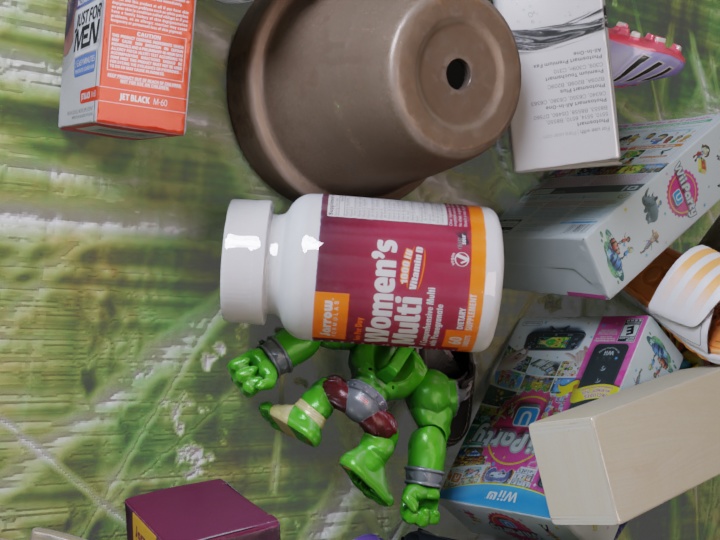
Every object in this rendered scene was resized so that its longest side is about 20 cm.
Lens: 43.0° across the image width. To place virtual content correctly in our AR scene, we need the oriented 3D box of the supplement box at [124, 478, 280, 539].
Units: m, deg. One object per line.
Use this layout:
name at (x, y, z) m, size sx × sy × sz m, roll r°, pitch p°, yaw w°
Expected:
supplement box at (-0.116, 0.273, 0.681) m, size 0.085 × 0.110 × 0.202 m, roll -5°, pitch 98°, yaw -30°

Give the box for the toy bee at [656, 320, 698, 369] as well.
toy bee at (0.383, 0.111, 0.969) m, size 0.131 × 0.108 × 0.200 m, roll -48°, pitch 117°, yaw -20°

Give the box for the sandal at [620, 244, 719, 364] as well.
sandal at (0.268, 0.012, 0.773) m, size 0.059 × 0.206 × 0.079 m, roll 41°, pitch 88°, yaw -31°

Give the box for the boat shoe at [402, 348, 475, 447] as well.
boat shoe at (0.069, 0.068, 0.801) m, size 0.066 × 0.057 × 0.202 m, roll -19°, pitch 106°, yaw -30°

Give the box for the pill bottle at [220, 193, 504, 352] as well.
pill bottle at (0.000, 0.000, 0.681) m, size 0.198 × 0.110 × 0.111 m, roll 4°, pitch 94°, yaw -2°

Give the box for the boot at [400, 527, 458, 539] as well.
boot at (0.115, 0.245, 0.692) m, size 0.166 × 0.200 × 0.077 m, roll 13°, pitch 71°, yaw -11°

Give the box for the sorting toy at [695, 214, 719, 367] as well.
sorting toy at (0.336, 0.055, 0.839) m, size 0.036 × 0.185 × 0.202 m, roll -3°, pitch 74°, yaw 7°

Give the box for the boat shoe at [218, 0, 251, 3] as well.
boat shoe at (-0.042, -0.241, 0.646) m, size 0.200 × 0.056 × 0.069 m, roll -52°, pitch 143°, yaw -49°

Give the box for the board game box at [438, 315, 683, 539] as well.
board game box at (0.174, 0.137, 0.799) m, size 0.064 × 0.147 × 0.201 m, roll 44°, pitch 61°, yaw -27°

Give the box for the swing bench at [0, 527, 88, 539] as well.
swing bench at (-0.256, 0.279, 0.591) m, size 0.199 × 0.129 × 0.201 m, roll 18°, pitch 85°, yaw -37°

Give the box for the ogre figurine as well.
ogre figurine at (0.005, 0.103, 0.738) m, size 0.199 × 0.098 × 0.120 m, roll 32°, pitch 69°, yaw 15°

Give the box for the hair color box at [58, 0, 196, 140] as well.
hair color box at (-0.152, -0.192, 0.604) m, size 0.063 × 0.111 × 0.202 m, roll 5°, pitch 93°, yaw -30°

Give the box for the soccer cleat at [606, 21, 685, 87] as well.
soccer cleat at (0.227, -0.197, 0.870) m, size 0.198 × 0.067 × 0.077 m, roll 0°, pitch 118°, yaw -33°

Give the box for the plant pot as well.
plant pot at (0.021, -0.140, 0.680) m, size 0.198 × 0.174 × 0.203 m, roll -4°, pitch 97°, yaw -30°

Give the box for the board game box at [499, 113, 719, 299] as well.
board game box at (0.225, -0.060, 0.820) m, size 0.200 × 0.147 × 0.065 m, roll -39°, pitch 110°, yaw -21°

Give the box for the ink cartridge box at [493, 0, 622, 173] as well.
ink cartridge box at (0.153, -0.180, 0.731) m, size 0.083 × 0.146 × 0.202 m, roll -5°, pitch 94°, yaw 12°

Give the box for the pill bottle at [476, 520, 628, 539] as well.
pill bottle at (0.199, 0.208, 0.861) m, size 0.116 × 0.115 × 0.201 m, roll 44°, pitch 75°, yaw -27°

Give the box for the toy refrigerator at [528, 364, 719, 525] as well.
toy refrigerator at (0.223, 0.129, 0.705) m, size 0.199 × 0.070 × 0.077 m, roll -11°, pitch 84°, yaw -38°

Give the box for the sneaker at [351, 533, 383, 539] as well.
sneaker at (0.022, 0.330, 0.777) m, size 0.069 × 0.099 × 0.202 m, roll -4°, pitch 98°, yaw -32°
